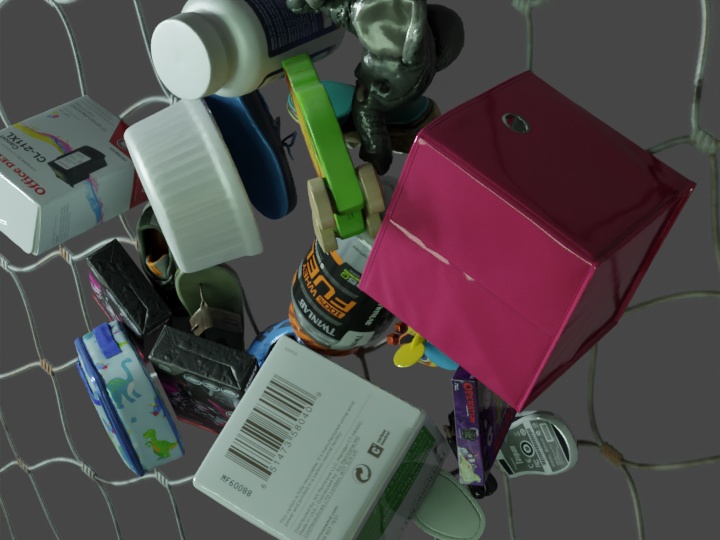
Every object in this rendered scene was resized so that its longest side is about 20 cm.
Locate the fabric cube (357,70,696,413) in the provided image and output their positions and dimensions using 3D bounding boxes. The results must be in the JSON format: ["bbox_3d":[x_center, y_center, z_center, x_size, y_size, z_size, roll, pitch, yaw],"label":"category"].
[{"bbox_3d":[0.152,-0.032,1.222,0.199,0.196,0.200,38,133,20],"label":"fabric cube"}]

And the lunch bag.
[{"bbox_3d":[-0.295,0.155,1.645,0.200,0.082,0.161,38,150,65],"label":"lunch bag"}]

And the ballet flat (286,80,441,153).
[{"bbox_3d":[0.006,-0.156,1.384,0.200,0.071,0.071,12,121,39],"label":"ballet flat"}]

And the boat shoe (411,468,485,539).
[{"bbox_3d":[0.068,0.261,1.569,0.200,0.076,0.060,34,174,23],"label":"boat shoe"}]

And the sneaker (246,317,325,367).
[{"bbox_3d":[-0.103,0.103,1.619,0.066,0.078,0.200,56,138,-1],"label":"sneaker"}]

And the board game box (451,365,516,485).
[{"bbox_3d":[0.135,0.110,1.320,0.032,0.200,0.120,7,119,18],"label":"board game box"}]

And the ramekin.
[{"bbox_3d":[-0.194,-0.095,1.499,0.200,0.098,0.201,156,90,-81],"label":"ramekin"}]

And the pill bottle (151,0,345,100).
[{"bbox_3d":[-0.114,-0.242,1.337,0.111,0.200,0.111,21,126,32],"label":"pill bottle"}]

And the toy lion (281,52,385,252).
[{"bbox_3d":[-0.035,-0.124,1.268,0.200,0.068,0.192,90,161,-82],"label":"toy lion"}]

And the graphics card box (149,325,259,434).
[{"bbox_3d":[-0.181,0.149,1.637,0.125,0.051,0.200,19,153,13],"label":"graphics card box"}]

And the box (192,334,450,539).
[{"bbox_3d":[-0.039,0.219,1.485,0.200,0.199,0.171,27,168,21],"label":"box"}]

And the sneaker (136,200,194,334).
[{"bbox_3d":[-0.244,0.009,1.678,0.074,0.079,0.201,-10,110,18],"label":"sneaker"}]

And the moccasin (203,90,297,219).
[{"bbox_3d":[-0.113,-0.159,1.485,0.080,0.068,0.200,-8,109,36],"label":"moccasin"}]

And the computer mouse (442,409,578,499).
[{"bbox_3d":[0.175,0.194,1.446,0.200,0.044,0.110,-19,95,52],"label":"computer mouse"}]

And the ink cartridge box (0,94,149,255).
[{"bbox_3d":[-0.374,-0.122,1.641,0.146,0.200,0.083,36,133,20],"label":"ink cartridge box"}]

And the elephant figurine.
[{"bbox_3d":[0.033,-0.226,1.269,0.200,0.141,0.155,56,151,10],"label":"elephant figurine"}]

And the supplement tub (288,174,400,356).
[{"bbox_3d":[0.000,0.000,1.432,0.123,0.122,0.200,45,136,13],"label":"supplement tub"}]

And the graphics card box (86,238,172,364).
[{"bbox_3d":[-0.302,0.045,1.724,0.126,0.051,0.200,53,163,7],"label":"graphics card box"}]

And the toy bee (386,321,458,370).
[{"bbox_3d":[0.072,0.069,1.397,0.108,0.131,0.200,16,122,26],"label":"toy bee"}]

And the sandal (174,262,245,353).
[{"bbox_3d":[-0.180,0.067,1.653,0.057,0.080,0.201,-106,5,-52],"label":"sandal"}]
